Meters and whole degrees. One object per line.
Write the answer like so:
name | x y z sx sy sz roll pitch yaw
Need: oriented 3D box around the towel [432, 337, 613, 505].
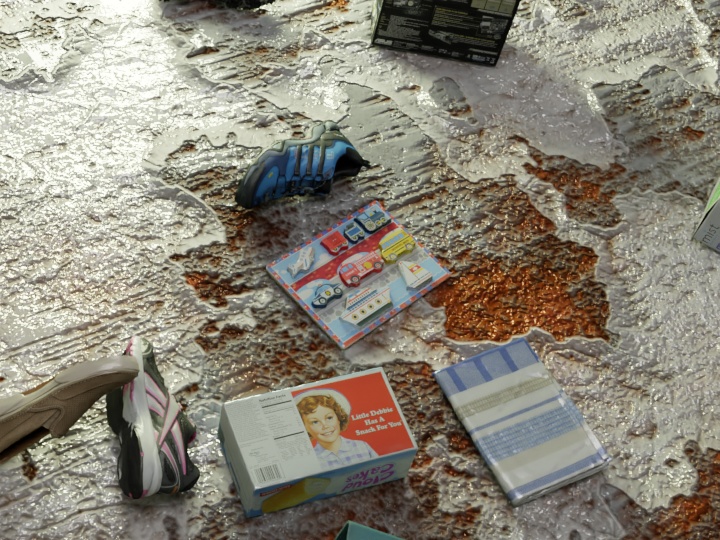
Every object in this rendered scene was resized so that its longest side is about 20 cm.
towel | 0.194 0.180 1.531 0.146 0.024 0.200 -18 57 -23

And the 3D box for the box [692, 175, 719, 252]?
box | 0.592 -0.094 1.800 0.176 0.097 0.200 30 53 7

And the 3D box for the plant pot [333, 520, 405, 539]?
plant pot | 0.053 0.366 1.281 0.199 0.141 0.142 16 50 -11

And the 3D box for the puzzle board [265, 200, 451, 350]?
puzzle board | 0.000 0.000 1.626 0.200 0.017 0.151 -33 66 -32

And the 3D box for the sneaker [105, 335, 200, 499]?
sneaker | -0.228 0.169 1.413 0.086 0.080 0.201 12 48 -32

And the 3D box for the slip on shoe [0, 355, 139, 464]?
slip on shoe | -0.326 0.150 1.360 0.199 0.076 0.061 -21 73 1

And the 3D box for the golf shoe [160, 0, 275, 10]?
golf shoe | -0.214 -0.447 1.882 0.199 0.078 0.095 6 51 -11

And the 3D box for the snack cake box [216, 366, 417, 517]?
snack cake box | -0.050 0.192 1.431 0.199 0.067 0.115 -11 54 -22

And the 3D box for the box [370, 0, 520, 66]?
box | 0.127 -0.405 1.879 0.199 0.164 0.086 8 52 -7

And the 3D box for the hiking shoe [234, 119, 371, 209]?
hiking shoe | -0.077 -0.131 1.670 0.087 0.075 0.200 41 54 19
